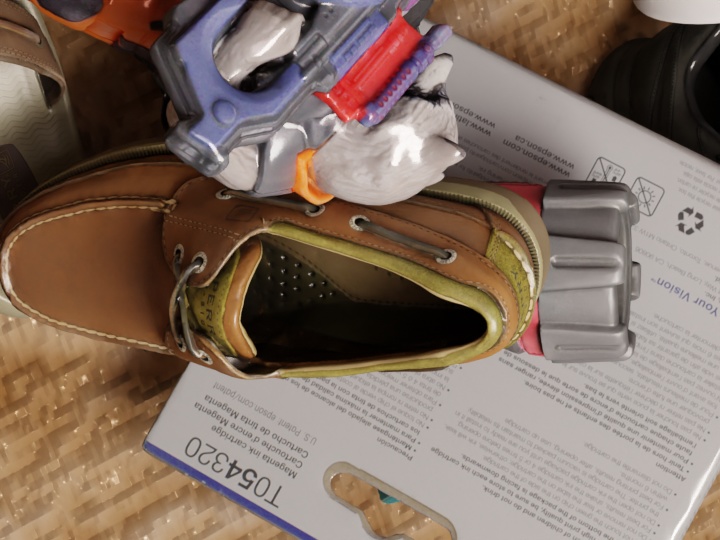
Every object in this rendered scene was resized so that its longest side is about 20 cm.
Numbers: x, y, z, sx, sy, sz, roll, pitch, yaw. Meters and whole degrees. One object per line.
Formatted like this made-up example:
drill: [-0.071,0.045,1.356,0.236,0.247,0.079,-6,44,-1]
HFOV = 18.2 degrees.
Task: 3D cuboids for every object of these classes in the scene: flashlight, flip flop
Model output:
flashlight: [0.000,0.000,0.814,0.199,0.068,0.068,-1,118,12]
flip flop: [-0.140,-0.066,0.791,0.081,0.058,0.201,-29,118,-17]

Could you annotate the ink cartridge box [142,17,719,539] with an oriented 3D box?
ink cartridge box: [0.049,0.028,0.851,0.200,0.196,0.043,-60,166,-4]

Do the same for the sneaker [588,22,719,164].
sneaker: [0.147,-0.013,0.898,0.076,0.091,0.201,-7,74,-27]

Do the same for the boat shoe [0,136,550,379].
boat shoe: [-0.039,-0.002,0.754,0.199,0.068,0.072,-2,113,18]

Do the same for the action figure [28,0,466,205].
action figure: [-0.035,-0.100,0.735,0.193,0.105,0.200,44,53,8]

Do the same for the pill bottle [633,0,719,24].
pill bottle: [0.130,-0.203,0.856,0.119,0.120,0.201,-24,116,-20]

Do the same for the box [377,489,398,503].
box: [0.094,0.035,0.938,0.199,0.049,0.083,-10,76,-26]

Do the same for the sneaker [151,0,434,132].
sneaker: [0.013,-0.099,0.823,0.199,0.078,0.140,-13,104,4]
